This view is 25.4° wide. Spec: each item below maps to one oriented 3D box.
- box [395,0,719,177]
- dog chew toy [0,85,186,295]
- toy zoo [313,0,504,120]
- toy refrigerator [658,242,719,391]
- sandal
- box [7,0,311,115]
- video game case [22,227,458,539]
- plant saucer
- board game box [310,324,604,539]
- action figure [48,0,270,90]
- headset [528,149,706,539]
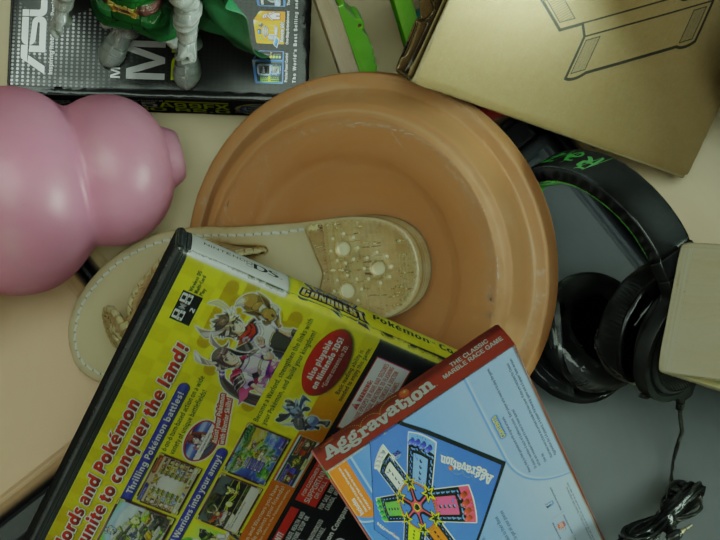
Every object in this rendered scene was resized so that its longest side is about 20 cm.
[{"bbox_3d":[0.127,-0.146,0.798,0.200,0.021,0.164,14,106,-37],"label":"box"},{"bbox_3d":[-0.188,-0.037,0.809,0.199,0.125,0.125,-13,84,-11],"label":"dog chew toy"},{"bbox_3d":[0.080,-0.143,0.828,0.199,0.131,0.020,-21,41,-1],"label":"toy zoo"},{"bbox_3d":[0.238,0.045,0.779,0.200,0.076,0.070,19,81,-41],"label":"toy refrigerator"},{"bbox_3d":[-0.074,0.013,0.785,0.211,0.070,0.078,-13,89,23],"label":"sandal"},{"bbox_3d":[-0.104,-0.186,0.863,0.160,0.044,0.201,2,84,-2],"label":"box"},{"bbox_3d":[-0.048,0.100,0.779,0.180,0.026,0.200,24,111,-14],"label":"video game case"},{"bbox_3d":[0.000,0.000,0.810,0.200,0.032,0.201,3,97,23],"label":"plant saucer"},{"bbox_3d":[0.057,0.119,0.776,0.103,0.200,0.019,-34,44,-6],"label":"board game box"},{"bbox_3d":[-0.103,-0.127,0.735,0.118,0.200,0.055,14,84,0],"label":"action figure"},{"bbox_3d":[0.125,0.040,0.806,0.094,0.123,0.200,-32,102,-30],"label":"headset"}]
